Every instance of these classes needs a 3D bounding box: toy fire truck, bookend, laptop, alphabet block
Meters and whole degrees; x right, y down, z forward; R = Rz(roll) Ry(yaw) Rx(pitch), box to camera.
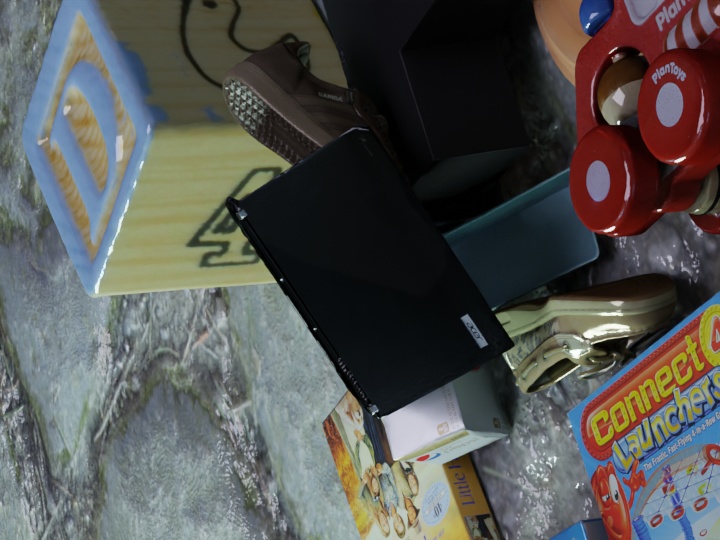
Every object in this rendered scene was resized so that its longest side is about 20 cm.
[{"bbox_3d":[0.190,-0.118,1.351,0.200,0.112,0.169,-47,50,51],"label":"toy fire truck"},{"bbox_3d":[0.066,-0.156,1.542,0.200,0.092,0.200,128,129,-61],"label":"bookend"},{"bbox_3d":[0.000,0.000,1.538,0.178,0.103,0.200,57,177,-5],"label":"laptop"},{"bbox_3d":[-0.135,-0.113,1.821,0.196,0.199,0.197,62,143,33],"label":"alphabet block"}]

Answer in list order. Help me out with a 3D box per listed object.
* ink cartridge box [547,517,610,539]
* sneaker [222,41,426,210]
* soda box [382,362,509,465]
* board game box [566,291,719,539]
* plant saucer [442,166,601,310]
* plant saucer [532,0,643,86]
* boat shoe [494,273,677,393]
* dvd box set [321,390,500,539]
[{"bbox_3d":[0.134,0.253,1.526,0.200,0.067,0.117,-40,59,50],"label":"ink cartridge box"},{"bbox_3d":[-0.004,-0.086,1.540,0.200,0.075,0.071,45,151,16],"label":"sneaker"},{"bbox_3d":[0.041,0.037,1.651,0.068,0.064,0.201,-25,70,29],"label":"soda box"},{"bbox_3d":[0.225,0.135,1.377,0.200,0.056,0.197,-47,55,52],"label":"board game box"},{"bbox_3d":[0.083,-0.001,1.568,0.200,0.019,0.070,-28,64,34],"label":"plant saucer"},{"bbox_3d":[0.165,-0.208,1.460,0.200,0.032,0.201,11,102,58],"label":"plant saucer"},{"bbox_3d":[0.151,0.042,1.486,0.200,0.073,0.063,162,96,-70],"label":"boat shoe"},{"bbox_3d":[0.038,0.168,1.727,0.146,0.029,0.201,-53,49,49],"label":"dvd box set"}]
